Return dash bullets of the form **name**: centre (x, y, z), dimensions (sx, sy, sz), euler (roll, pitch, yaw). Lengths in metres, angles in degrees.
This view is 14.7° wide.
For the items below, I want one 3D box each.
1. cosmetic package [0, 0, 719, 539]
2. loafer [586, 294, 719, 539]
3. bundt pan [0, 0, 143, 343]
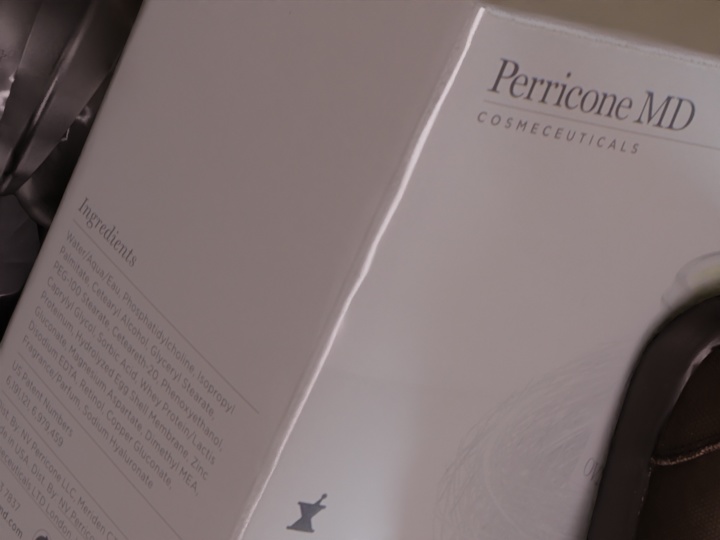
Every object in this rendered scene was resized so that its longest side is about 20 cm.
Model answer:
- **cosmetic package**: centre (0.031, 0.008, 0.733), dimensions (0.199, 0.123, 0.200), euler (7, 114, -41)
- **loafer**: centre (0.087, 0.107, 0.694), dimensions (0.073, 0.071, 0.200), euler (-7, 117, -31)
- **bundt pan**: centre (-0.113, -0.006, 0.803), dimensions (0.201, 0.076, 0.202), euler (1, 112, 2)
